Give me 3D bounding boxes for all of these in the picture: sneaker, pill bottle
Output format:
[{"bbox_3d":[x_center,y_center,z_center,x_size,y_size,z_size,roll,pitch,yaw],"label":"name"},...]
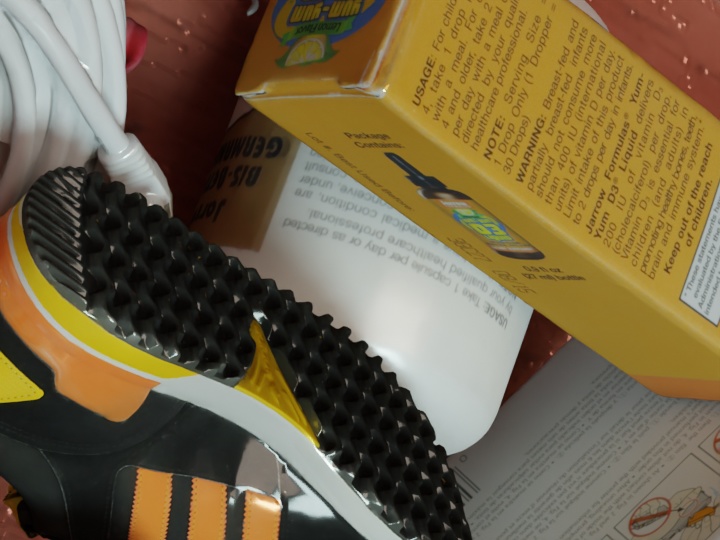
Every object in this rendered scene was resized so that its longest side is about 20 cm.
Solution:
[{"bbox_3d":[-0.051,0.050,0.767,0.200,0.090,0.070,39,28,-39],"label":"sneaker"},{"bbox_3d":[0.000,0.000,0.883,0.114,0.114,0.201,31,72,-33],"label":"pill bottle"}]

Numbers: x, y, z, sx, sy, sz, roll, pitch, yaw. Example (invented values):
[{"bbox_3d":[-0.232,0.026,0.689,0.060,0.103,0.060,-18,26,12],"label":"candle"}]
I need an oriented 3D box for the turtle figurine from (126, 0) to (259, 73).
[{"bbox_3d":[-0.090,-0.134,0.826,0.149,0.100,0.201,4,70,-54],"label":"turtle figurine"}]

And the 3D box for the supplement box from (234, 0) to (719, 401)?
[{"bbox_3d":[0.060,-0.030,0.815,0.200,0.066,0.069,32,71,-37],"label":"supplement box"}]

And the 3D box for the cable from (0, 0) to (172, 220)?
[{"bbox_3d":[-0.161,-0.056,0.729,0.199,0.069,0.201,-15,130,-4],"label":"cable"}]

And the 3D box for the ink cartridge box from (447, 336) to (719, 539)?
[{"bbox_3d":[0.097,0.078,0.880,0.200,0.174,0.044,-44,120,-4],"label":"ink cartridge box"}]
